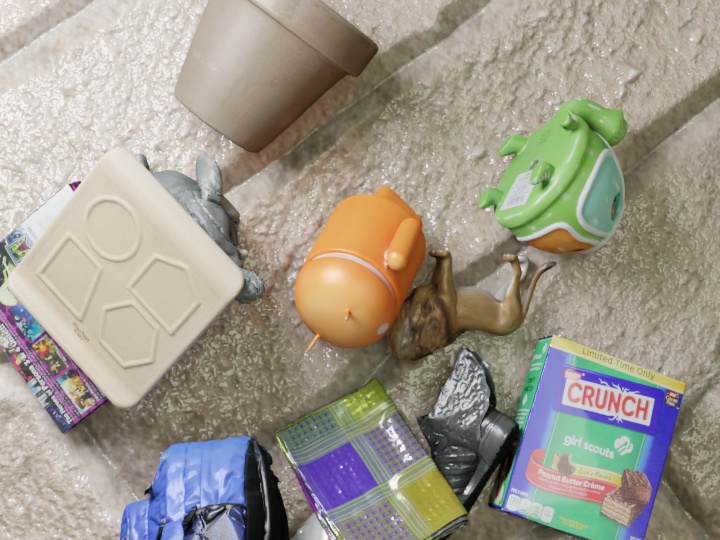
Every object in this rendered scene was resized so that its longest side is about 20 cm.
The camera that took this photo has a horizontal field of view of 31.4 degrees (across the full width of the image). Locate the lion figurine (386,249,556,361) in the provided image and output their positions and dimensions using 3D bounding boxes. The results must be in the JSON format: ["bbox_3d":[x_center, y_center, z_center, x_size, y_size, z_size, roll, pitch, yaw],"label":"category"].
[{"bbox_3d":[0.124,0.041,1.423,0.197,0.072,0.124,2,91,-14],"label":"lion figurine"}]

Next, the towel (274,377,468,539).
[{"bbox_3d":[0.011,0.220,1.360,0.142,0.023,0.201,-24,60,-18],"label":"towel"}]

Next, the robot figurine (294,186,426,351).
[{"bbox_3d":[-0.001,0.001,1.362,0.142,0.118,0.201,6,43,22],"label":"robot figurine"}]

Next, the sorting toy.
[{"bbox_3d":[-0.230,0.009,1.255,0.185,0.036,0.200,46,114,2],"label":"sorting toy"}]

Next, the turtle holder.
[{"bbox_3d":[0.228,-0.102,1.436,0.131,0.141,0.187,37,39,-19],"label":"turtle holder"}]

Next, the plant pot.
[{"bbox_3d":[-0.106,-0.227,1.364,0.199,0.200,0.175,36,96,-4],"label":"plant pot"}]

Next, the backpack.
[{"bbox_3d":[-0.156,0.270,1.284,0.165,0.163,0.202,-3,51,4],"label":"backpack"}]

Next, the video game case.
[{"bbox_3d":[-0.300,0.040,1.325,0.181,0.036,0.201,-36,91,20],"label":"video game case"}]

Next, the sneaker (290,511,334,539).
[{"bbox_3d":[-0.079,0.319,1.365,0.088,0.075,0.202,21,74,18],"label":"sneaker"}]

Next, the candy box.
[{"bbox_3d":[0.253,0.194,1.425,0.167,0.077,0.202,19,80,-7],"label":"candy box"}]

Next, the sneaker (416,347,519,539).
[{"bbox_3d":[0.100,0.194,1.408,0.104,0.060,0.201,35,99,20],"label":"sneaker"}]

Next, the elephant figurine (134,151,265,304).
[{"bbox_3d":[-0.171,-0.047,1.311,0.153,0.200,0.143,18,80,-14],"label":"elephant figurine"}]
